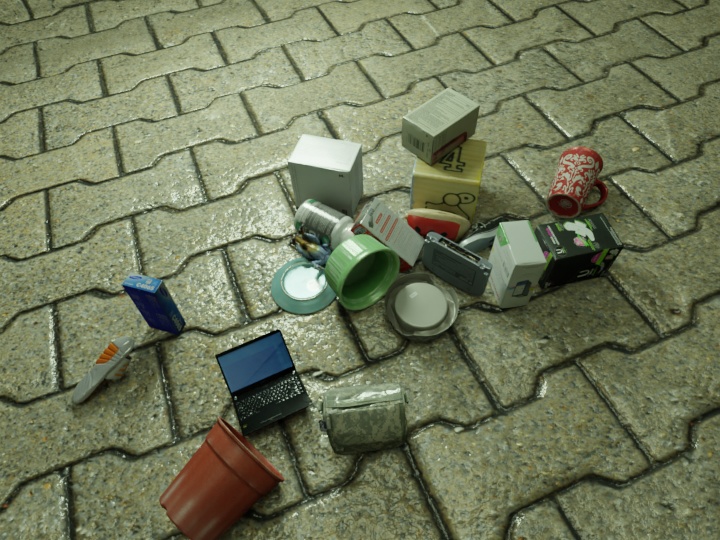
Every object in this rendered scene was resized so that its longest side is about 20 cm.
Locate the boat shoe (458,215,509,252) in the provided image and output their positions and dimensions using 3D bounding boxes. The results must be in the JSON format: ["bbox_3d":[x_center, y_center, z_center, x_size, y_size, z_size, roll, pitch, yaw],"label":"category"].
[{"bbox_3d":[0.363,-0.112,1.546,0.199,0.074,0.068,-25,61,-16],"label":"boat shoe"}]

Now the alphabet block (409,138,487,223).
[{"bbox_3d":[0.267,-0.280,1.602,0.199,0.196,0.197,11,57,9],"label":"alphabet block"}]

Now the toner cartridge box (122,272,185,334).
[{"bbox_3d":[-0.534,0.090,1.357,0.095,0.200,0.043,12,54,10],"label":"toner cartridge box"}]

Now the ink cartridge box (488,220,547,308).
[{"bbox_3d":[0.411,-0.014,1.398,0.087,0.200,0.146,-5,53,-6],"label":"ink cartridge box"}]

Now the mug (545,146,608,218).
[{"bbox_3d":[0.679,-0.263,1.614,0.177,0.134,0.200,22,61,19],"label":"mug"}]

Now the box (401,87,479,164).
[{"bbox_3d":[0.232,-0.423,1.524,0.200,0.109,0.128,-37,60,-22],"label":"box"}]

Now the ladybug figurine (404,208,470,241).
[{"bbox_3d":[0.225,-0.133,1.542,0.199,0.136,0.072,11,84,-3],"label":"ladybug figurine"}]

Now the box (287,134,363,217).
[{"bbox_3d":[-0.102,-0.293,1.619,0.199,0.199,0.131,12,55,11],"label":"box"}]

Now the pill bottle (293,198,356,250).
[{"bbox_3d":[-0.090,-0.126,1.551,0.199,0.113,0.113,28,60,22],"label":"pill bottle"}]

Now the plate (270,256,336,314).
[{"bbox_3d":[-0.159,0.034,1.492,0.199,0.026,0.201,-1,53,1],"label":"plate"}]

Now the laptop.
[{"bbox_3d":[-0.239,0.268,1.272,0.177,0.104,0.200,-22,36,-13],"label":"laptop"}]

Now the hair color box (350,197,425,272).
[{"bbox_3d":[0.080,-0.101,1.496,0.200,0.064,0.111,40,57,-16],"label":"hair color box"}]

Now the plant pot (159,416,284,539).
[{"bbox_3d":[-0.300,0.452,1.102,0.200,0.201,0.195,36,71,25],"label":"plant pot"}]

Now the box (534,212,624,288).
[{"bbox_3d":[0.588,-0.053,1.449,0.199,0.149,0.125,-10,56,-6],"label":"box"}]

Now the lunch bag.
[{"bbox_3d":[0.008,0.326,1.185,0.199,0.168,0.140,-6,54,-2],"label":"lunch bag"}]

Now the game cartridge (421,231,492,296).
[{"bbox_3d":[0.264,-0.014,1.443,0.200,0.134,0.040,32,54,22],"label":"game cartridge"}]

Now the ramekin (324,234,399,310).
[{"bbox_3d":[0.000,0.000,1.410,0.200,0.200,0.098,-31,51,-19],"label":"ramekin"}]

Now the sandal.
[{"bbox_3d":[-0.646,0.258,1.334,0.207,0.059,0.079,-48,47,-5],"label":"sandal"}]

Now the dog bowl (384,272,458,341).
[{"bbox_3d":[0.163,0.103,1.409,0.199,0.059,0.201,-1,53,1],"label":"dog bowl"}]

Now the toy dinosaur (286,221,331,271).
[{"bbox_3d":[-0.111,-0.060,1.509,0.181,0.200,0.105,36,91,-10],"label":"toy dinosaur"}]
